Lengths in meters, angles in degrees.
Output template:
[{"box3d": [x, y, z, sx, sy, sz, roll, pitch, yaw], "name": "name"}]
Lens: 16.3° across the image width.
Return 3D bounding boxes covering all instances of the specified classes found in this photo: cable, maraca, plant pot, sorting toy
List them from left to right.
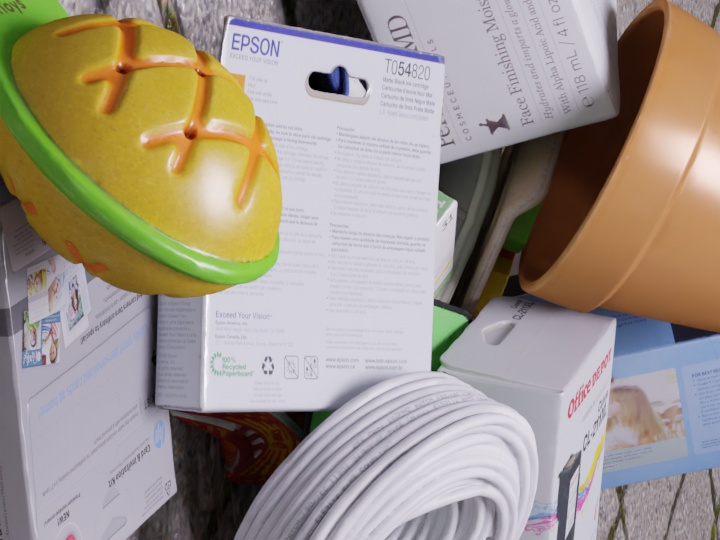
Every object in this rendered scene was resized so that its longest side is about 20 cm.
[{"box3d": [-0.115, -0.066, 1.114, 0.107, 0.200, 0.137, -49, 174, 20], "name": "maraca"}, {"box3d": [0.013, 0.146, 1.374, 0.200, 0.069, 0.200, -54, 149, 9], "name": "cable"}, {"box3d": [0.100, -0.047, 1.655, 0.200, 0.036, 0.186, 118, -7, -49], "name": "sorting toy"}, {"box3d": [0.205, -0.051, 1.570, 0.200, 0.139, 0.201, -156, -90, -83], "name": "plant pot"}]

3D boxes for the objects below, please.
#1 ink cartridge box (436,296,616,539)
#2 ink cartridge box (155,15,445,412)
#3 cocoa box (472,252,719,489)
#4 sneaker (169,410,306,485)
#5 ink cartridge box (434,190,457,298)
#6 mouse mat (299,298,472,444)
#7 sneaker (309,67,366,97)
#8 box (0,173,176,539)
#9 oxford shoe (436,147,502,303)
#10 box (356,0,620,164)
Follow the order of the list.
[{"box3d": [0.098, 0.136, 1.560, 0.146, 0.082, 0.201, -43, 140, -64], "name": "ink cartridge box"}, {"box3d": [-0.029, -0.025, 1.332, 0.199, 0.040, 0.201, 5, 89, -52], "name": "ink cartridge box"}, {"box3d": [0.175, 0.060, 1.735, 0.132, 0.199, 0.134, -97, 174, -48], "name": "cocoa box"}, {"box3d": [-0.056, 0.070, 1.424, 0.200, 0.073, 0.078, 63, 22, -61], "name": "sneaker"}, {"box3d": [0.000, 0.000, 1.469, 0.146, 0.048, 0.200, -53, 164, -22], "name": "ink cartridge box"}, {"box3d": [0.013, 0.090, 1.470, 0.200, 0.007, 0.162, 20, 80, -64], "name": "mouse mat"}, {"box3d": [-0.009, -0.094, 1.527, 0.200, 0.075, 0.089, -41, 130, -65], "name": "sneaker"}, {"box3d": [-0.144, 0.043, 1.212, 0.156, 0.041, 0.201, -42, 130, -62], "name": "box"}, {"box3d": [0.039, -0.023, 1.613, 0.075, 0.057, 0.201, -121, -128, -73], "name": "oxford shoe"}, {"box3d": [0.071, -0.207, 1.553, 0.200, 0.130, 0.200, -84, 154, -54], "name": "box"}]
